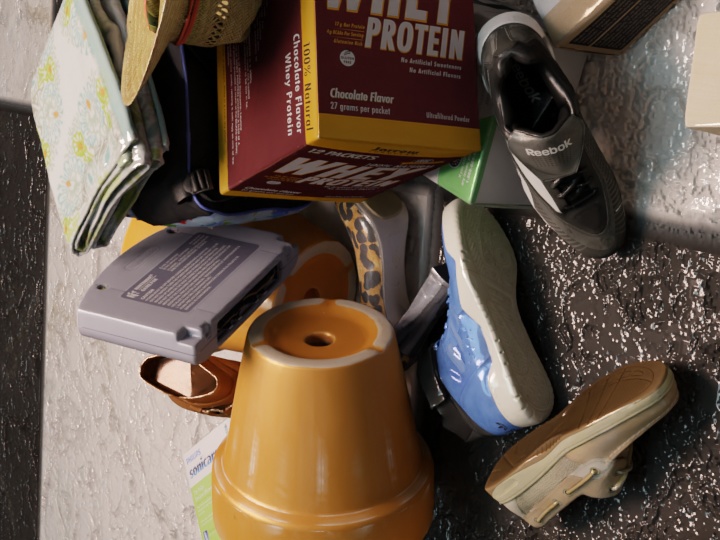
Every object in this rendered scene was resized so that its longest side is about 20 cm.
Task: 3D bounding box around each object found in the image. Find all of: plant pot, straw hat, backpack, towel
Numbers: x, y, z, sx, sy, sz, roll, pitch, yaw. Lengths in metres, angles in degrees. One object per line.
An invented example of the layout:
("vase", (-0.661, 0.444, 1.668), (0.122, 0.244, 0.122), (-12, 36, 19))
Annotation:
("plant pot", (-0.034, 0.133, 1.036), (0.200, 0.200, 0.184), (33, 130, 50))
("straw hat", (-0.117, -0.212, 0.888), (0.201, 0.085, 0.202), (-169, 90, -69))
("plant pot", (-0.112, 0.005, 1.209), (0.183, 0.200, 0.201), (21, 109, 37))
("backpack", (-0.135, -0.130, 1.087), (0.147, 0.200, 0.184), (-6, 89, 35))
("towel", (-0.231, -0.135, 1.010), (0.171, 0.048, 0.201), (-44, 57, 46))

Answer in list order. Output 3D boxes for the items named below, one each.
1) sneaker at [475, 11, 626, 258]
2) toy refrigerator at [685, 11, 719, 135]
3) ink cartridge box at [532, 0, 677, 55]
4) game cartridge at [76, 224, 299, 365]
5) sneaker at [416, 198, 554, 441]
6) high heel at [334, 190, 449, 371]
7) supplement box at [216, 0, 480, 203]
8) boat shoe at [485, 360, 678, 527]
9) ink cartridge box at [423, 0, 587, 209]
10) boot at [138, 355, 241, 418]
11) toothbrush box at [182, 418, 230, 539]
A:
("sneaker", (0.139, -0.088, 0.858), (0.066, 0.091, 0.201), (-24, 106, 14))
("toy refrigerator", (0.298, -0.117, 0.705), (0.200, 0.070, 0.076), (8, 92, 54))
("ink cartridge box", (0.178, -0.285, 0.859), (0.165, 0.075, 0.201), (-44, 58, 46))
("game cartridge", (-0.154, 0.012, 1.045), (0.133, 0.200, 0.041), (16, 121, 17))
("sneaker", (0.085, 0.047, 1.009), (0.111, 0.077, 0.201), (-28, 75, 42))
("high heel", (0.000, 0.000, 1.129), (0.200, 0.071, 0.143), (51, 126, 29))
("supplement box", (-0.017, -0.169, 0.927), (0.200, 0.132, 0.198), (-18, 72, 62))
("boat shoe", (0.178, 0.137, 0.902), (0.065, 0.072, 0.200), (43, 131, -2))
("ink cartridge box", (0.081, -0.155, 0.996), (0.200, 0.084, 0.147), (37, 121, 49))
("boot", (-0.108, 0.120, 1.170), (0.199, 0.155, 0.074), (-1, 75, 17))
("toothbrush box", (-0.110, 0.267, 1.295), (0.146, 0.086, 0.201), (-42, 60, 47))
